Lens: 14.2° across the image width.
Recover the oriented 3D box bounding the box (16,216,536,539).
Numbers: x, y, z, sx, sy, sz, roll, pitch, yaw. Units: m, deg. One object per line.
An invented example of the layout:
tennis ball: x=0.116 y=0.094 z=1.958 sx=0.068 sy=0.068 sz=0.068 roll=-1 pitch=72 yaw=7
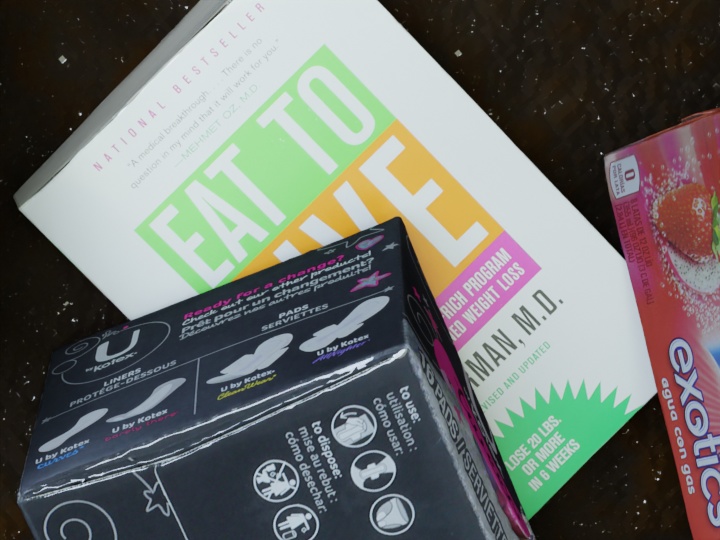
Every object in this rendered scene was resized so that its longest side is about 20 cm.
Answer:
box: x=-0.006 y=0.107 z=0.914 sx=0.132 sy=0.115 sz=0.201 roll=-21 pitch=111 yaw=7

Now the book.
book: x=0.000 y=0.000 z=0.965 sx=0.134 sy=0.048 sz=0.200 roll=-45 pitch=106 yaw=0

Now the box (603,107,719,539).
box: x=0.165 y=0.040 z=0.943 sx=0.099 sy=0.095 sz=0.201 roll=-10 pitch=85 yaw=-33
